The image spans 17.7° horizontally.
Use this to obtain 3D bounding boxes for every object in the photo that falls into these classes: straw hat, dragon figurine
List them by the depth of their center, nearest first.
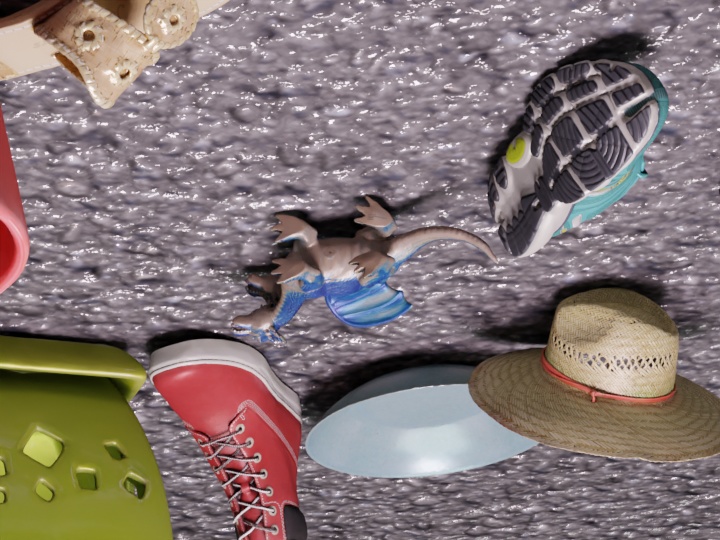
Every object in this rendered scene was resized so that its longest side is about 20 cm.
[{"bbox_3d":[0.000,0.000,1.550,0.200,0.059,0.099,-11,155,12],"label":"dragon figurine"},{"bbox_3d":[0.183,0.059,1.678,0.201,0.201,0.085,2,113,-15],"label":"straw hat"}]

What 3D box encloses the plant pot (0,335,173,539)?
[{"bbox_3d":[-0.260,0.156,1.690,0.200,0.182,0.199,5,154,-23],"label":"plant pot"}]

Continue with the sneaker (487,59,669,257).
[{"bbox_3d":[0.142,-0.077,1.426,0.080,0.078,0.200,-17,166,-23],"label":"sneaker"}]

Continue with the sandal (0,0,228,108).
[{"bbox_3d":[-0.151,-0.116,1.256,0.212,0.070,0.078,-13,154,16],"label":"sandal"}]

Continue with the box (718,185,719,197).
[{"bbox_3d":[0.344,-0.037,1.466,0.200,0.124,0.149,-2,156,-3],"label":"box"}]

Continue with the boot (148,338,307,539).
[{"bbox_3d":[-0.093,0.141,1.735,0.072,0.144,0.200,-14,153,19],"label":"boot"}]

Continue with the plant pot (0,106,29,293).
[{"bbox_3d":[-0.270,-0.085,1.171,0.200,0.177,0.200,-5,155,-2],"label":"plant pot"}]

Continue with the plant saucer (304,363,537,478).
[{"bbox_3d":[0.054,0.113,1.827,0.201,0.039,0.201,-5,155,-3],"label":"plant saucer"}]
